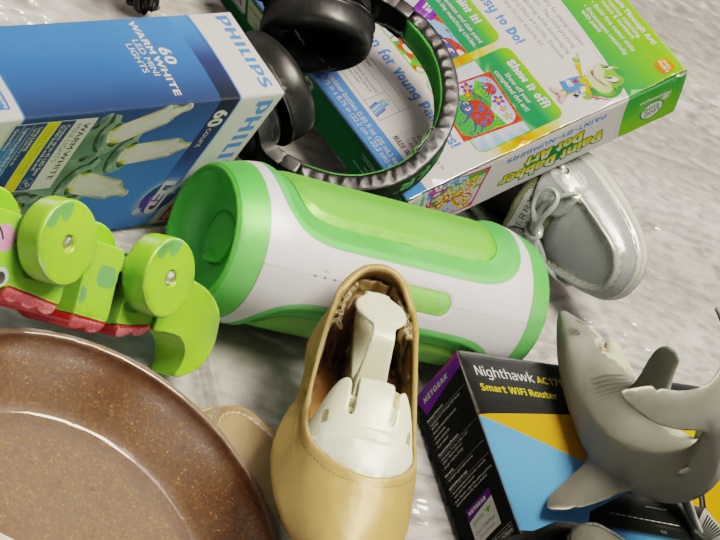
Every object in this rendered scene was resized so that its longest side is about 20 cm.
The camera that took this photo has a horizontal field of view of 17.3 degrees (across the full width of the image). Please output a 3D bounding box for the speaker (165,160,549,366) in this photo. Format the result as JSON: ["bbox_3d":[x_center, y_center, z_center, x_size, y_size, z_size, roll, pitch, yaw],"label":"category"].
[{"bbox_3d":[0.000,0.000,1.229,0.199,0.089,0.089,13,44,-34],"label":"speaker"}]

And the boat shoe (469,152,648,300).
[{"bbox_3d":[0.083,-0.056,1.381,0.202,0.075,0.065,49,42,16],"label":"boat shoe"}]

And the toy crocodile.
[{"bbox_3d":[-0.137,0.002,1.083,0.067,0.062,0.200,11,-6,33],"label":"toy crocodile"}]

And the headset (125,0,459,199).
[{"bbox_3d":[-0.043,-0.112,1.287,0.199,0.094,0.124,35,66,3],"label":"headset"}]

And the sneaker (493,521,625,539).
[{"bbox_3d":[0.125,0.154,1.078,0.091,0.199,0.067,54,41,-59],"label":"sneaker"}]

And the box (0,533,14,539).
[{"bbox_3d":[-0.129,0.223,0.775,0.199,0.199,0.172,30,36,-20],"label":"box"}]

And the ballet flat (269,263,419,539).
[{"bbox_3d":[-0.003,0.061,1.092,0.068,0.063,0.200,16,29,-9],"label":"ballet flat"}]

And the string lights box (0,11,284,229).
[{"bbox_3d":[-0.143,-0.068,1.147,0.199,0.103,0.059,-11,59,-48],"label":"string lights box"}]

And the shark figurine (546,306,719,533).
[{"bbox_3d":[0.133,0.091,1.159,0.089,0.214,0.129,-22,96,-11],"label":"shark figurine"}]

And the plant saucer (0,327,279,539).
[{"bbox_3d":[-0.127,0.115,1.024,0.199,0.037,0.201,23,40,-20],"label":"plant saucer"}]

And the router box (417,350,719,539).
[{"bbox_3d":[0.136,0.126,1.253,0.199,0.051,0.150,10,47,-35],"label":"router box"}]

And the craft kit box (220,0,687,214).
[{"bbox_3d":[0.052,-0.136,1.365,0.197,0.049,0.200,-26,63,-20],"label":"craft kit box"}]

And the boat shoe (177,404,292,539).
[{"bbox_3d":[-0.009,0.135,1.095,0.072,0.065,0.200,-18,66,-51],"label":"boat shoe"}]
